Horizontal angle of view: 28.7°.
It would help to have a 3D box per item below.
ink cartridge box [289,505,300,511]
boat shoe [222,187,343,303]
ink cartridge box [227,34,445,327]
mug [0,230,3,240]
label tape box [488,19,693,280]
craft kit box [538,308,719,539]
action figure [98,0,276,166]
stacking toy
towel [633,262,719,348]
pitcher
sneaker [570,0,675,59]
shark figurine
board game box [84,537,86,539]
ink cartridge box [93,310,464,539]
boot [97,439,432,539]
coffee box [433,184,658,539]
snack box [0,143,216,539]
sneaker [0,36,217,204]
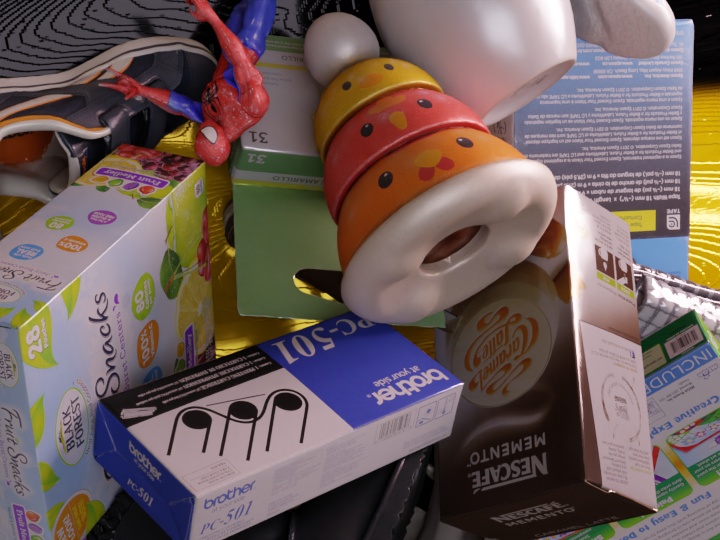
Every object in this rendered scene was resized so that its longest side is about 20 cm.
[{"bbox_3d":[-0.057,0.253,0.963,0.085,0.148,0.201,-14,99,-16],"label":"ink cartridge box"},{"bbox_3d":[0.002,-0.004,0.976,0.202,0.075,0.075,11,51,-18],"label":"boat shoe"},{"bbox_3d":[-0.015,-0.063,0.932,0.145,0.048,0.201,4,55,-16],"label":"ink cartridge box"},{"bbox_3d":[-0.263,0.018,0.865,0.149,0.186,0.154,-15,93,-50],"label":"mug"},{"bbox_3d":[0.167,-0.083,1.036,0.144,0.063,0.201,-3,98,-16],"label":"label tape box"},{"bbox_3d":[0.200,0.149,0.993,0.200,0.049,0.198,-32,118,16],"label":"craft kit box"},{"bbox_3d":[-0.095,-0.159,0.893,0.099,0.065,0.201,27,54,-27],"label":"action figure"},{"bbox_3d":[0.015,-0.080,0.873,0.146,0.146,0.200,-25,66,-13],"label":"stacking toy"},{"bbox_3d":[0.208,0.089,1.029,0.165,0.086,0.200,19,120,-18],"label":"towel"},{"bbox_3d":[0.065,-0.208,0.906,0.121,0.172,0.200,-28,83,-33],"label":"pitcher"},{"bbox_3d":[0.154,-0.234,0.974,0.200,0.076,0.105,40,65,15],"label":"sneaker"},{"bbox_3d":[0.063,0.163,1.023,0.128,0.089,0.215,-7,101,-18],"label":"shark figurine"},{"bbox_3d":[-0.243,0.189,0.938,0.120,0.032,0.201,-16,114,-19],"label":"board game box"},{"bbox_3d":[-0.044,0.085,0.812,0.200,0.094,0.044,-18,132,-40],"label":"ink cartridge box"},{"bbox_3d":[-0.057,0.149,0.851,0.162,0.073,0.199,19,54,12],"label":"boot"},{"bbox_3d":[0.115,0.062,0.905,0.080,0.114,0.201,26,52,-42],"label":"coffee box"},{"bbox_3d":[-0.159,0.045,0.825,0.067,0.200,0.169,13,125,20],"label":"snack box"},{"bbox_3d":[-0.168,-0.090,0.900,0.199,0.079,0.079,-20,141,-29],"label":"sneaker"}]
